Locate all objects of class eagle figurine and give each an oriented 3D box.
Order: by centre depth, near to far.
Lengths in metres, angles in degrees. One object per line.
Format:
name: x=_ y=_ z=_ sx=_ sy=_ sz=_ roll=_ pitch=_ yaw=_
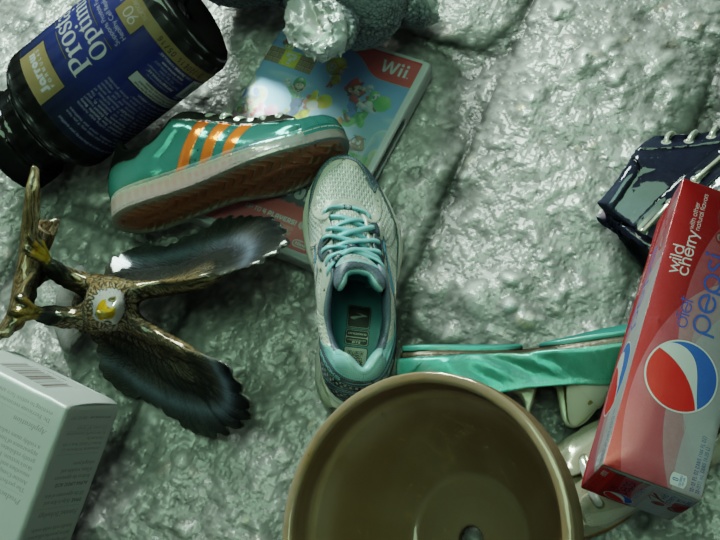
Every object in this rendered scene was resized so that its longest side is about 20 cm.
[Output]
eagle figurine: x=-0.162 y=0.028 z=0.882 sx=0.197 sy=0.153 sz=0.152 roll=11 pitch=35 yaw=-6

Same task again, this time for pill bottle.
pill bottle: x=-0.215 y=-0.157 z=0.972 sx=0.199 sy=0.112 sz=0.113 roll=-35 pitch=61 yaw=13

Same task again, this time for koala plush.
koala plush: x=-0.036 y=-0.253 z=0.971 sx=0.200 sy=0.185 sz=0.177 roll=44 pitch=41 yaw=16

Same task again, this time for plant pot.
plant pot: x=0.056 y=0.171 z=0.764 sx=0.199 sy=0.092 sz=0.204 roll=-7 pitch=75 yaw=28

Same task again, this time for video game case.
video game case: x=-0.045 y=-0.106 z=0.978 sx=0.142 sy=0.017 sz=0.201 roll=21 pitch=71 yaw=21

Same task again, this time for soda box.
soda box: x=0.201 y=0.049 z=0.755 sx=0.063 sy=0.070 sz=0.202 roll=18 pitch=69 yaw=6

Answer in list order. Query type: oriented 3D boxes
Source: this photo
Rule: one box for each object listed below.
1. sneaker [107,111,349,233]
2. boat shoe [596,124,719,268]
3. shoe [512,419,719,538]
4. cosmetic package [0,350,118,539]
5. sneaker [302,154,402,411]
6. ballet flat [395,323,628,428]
sneaker: x=-0.109 y=-0.097 z=0.937 sx=0.198 sy=0.071 sz=0.081 roll=-16 pitch=66 yaw=7
boat shoe: x=0.257 y=-0.084 z=0.866 sx=0.093 sy=0.075 sz=0.200 roll=39 pitch=79 yaw=18
shoe: x=0.188 y=0.119 z=0.798 sx=0.198 sy=0.053 sz=0.070 roll=-27 pitch=62 yaw=-1
cosmetic package: x=-0.256 y=0.168 z=0.830 sx=0.101 sy=0.074 sz=0.202 roll=22 pitch=93 yaw=21
sneaker: x=0.000 y=0.000 z=0.870 sx=0.077 sy=0.086 sz=0.202 roll=-4 pitch=68 yaw=-5
ballet flat: x=0.124 y=0.078 z=0.834 sx=0.197 sy=0.067 sz=0.071 roll=-7 pitch=88 yaw=9
